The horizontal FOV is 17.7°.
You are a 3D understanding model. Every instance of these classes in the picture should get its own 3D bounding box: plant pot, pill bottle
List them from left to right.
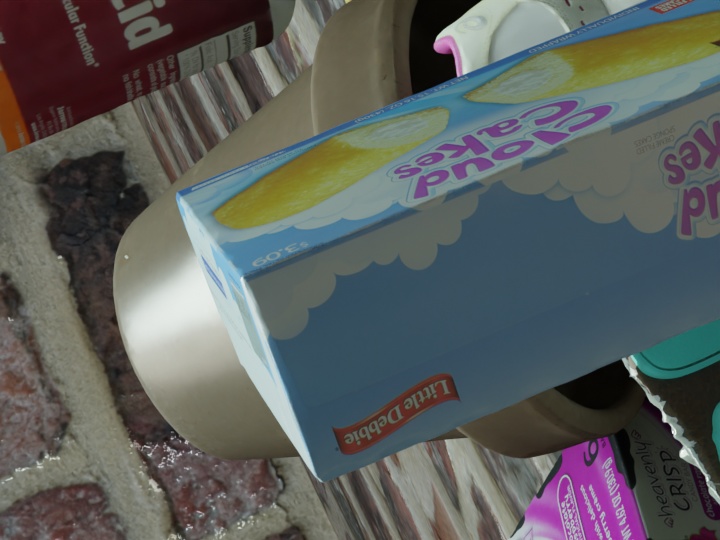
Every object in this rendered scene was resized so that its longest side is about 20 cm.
[{"bbox_3d":[-0.098,-0.135,1.005,0.114,0.200,0.114,62,170,20],"label":"pill bottle"},{"bbox_3d":[0.000,0.000,0.951,0.200,0.174,0.200,42,-145,-39],"label":"plant pot"}]

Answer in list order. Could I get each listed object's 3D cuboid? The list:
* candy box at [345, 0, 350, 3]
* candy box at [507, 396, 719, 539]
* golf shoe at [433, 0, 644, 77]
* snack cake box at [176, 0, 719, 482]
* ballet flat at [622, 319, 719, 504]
[{"bbox_3d":[0.015,-0.180,1.054,0.117,0.056,0.200,-124,12,-52],"label":"candy box"},{"bbox_3d":[0.109,0.164,1.007,0.200,0.061,0.136,113,151,-46],"label":"candy box"},{"bbox_3d":[0.083,-0.034,0.872,0.075,0.091,0.200,54,167,53],"label":"golf shoe"},{"bbox_3d":[0.056,-0.020,0.685,0.115,0.200,0.067,-137,25,-71],"label":"snack cake box"},{"bbox_3d":[0.134,0.035,0.828,0.072,0.072,0.200,158,89,-82],"label":"ballet flat"}]
